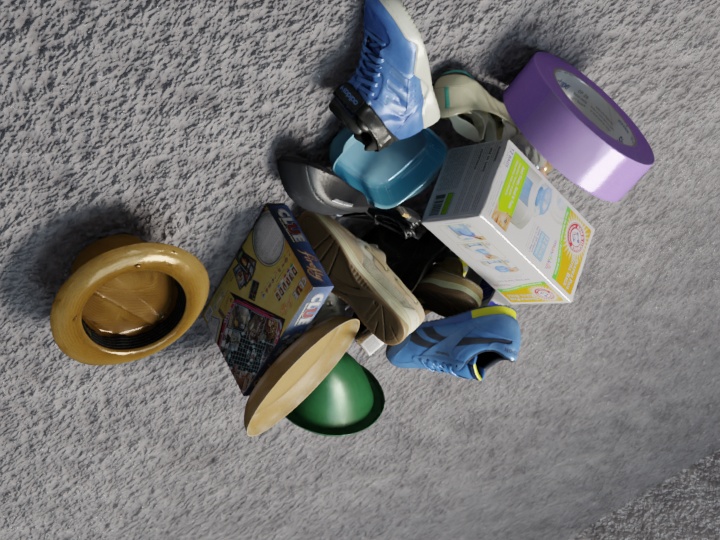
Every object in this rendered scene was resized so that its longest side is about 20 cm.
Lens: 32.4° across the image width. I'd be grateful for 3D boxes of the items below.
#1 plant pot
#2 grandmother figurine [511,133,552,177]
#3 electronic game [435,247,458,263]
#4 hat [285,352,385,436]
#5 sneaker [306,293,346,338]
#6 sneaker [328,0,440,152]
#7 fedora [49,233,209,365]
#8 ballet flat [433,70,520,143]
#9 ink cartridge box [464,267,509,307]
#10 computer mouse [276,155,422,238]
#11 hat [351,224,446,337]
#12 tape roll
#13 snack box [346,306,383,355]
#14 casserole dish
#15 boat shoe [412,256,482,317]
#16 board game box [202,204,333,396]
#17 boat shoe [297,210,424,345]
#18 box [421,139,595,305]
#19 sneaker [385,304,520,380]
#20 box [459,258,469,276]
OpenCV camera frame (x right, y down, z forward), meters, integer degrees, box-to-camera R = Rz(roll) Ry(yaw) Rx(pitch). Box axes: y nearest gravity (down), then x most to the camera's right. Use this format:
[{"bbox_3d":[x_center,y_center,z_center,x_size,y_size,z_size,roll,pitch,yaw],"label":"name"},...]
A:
[{"bbox_3d":[-0.079,0.127,1.557,0.200,0.027,0.200,-44,166,-14],"label":"plant pot"},{"bbox_3d":[0.220,-0.143,1.612,0.121,0.061,0.200,-36,176,10],"label":"grandmother figurine"},{"bbox_3d":[0.177,-0.066,1.708,0.198,0.042,0.200,-30,180,0],"label":"electronic game"},{"bbox_3d":[-0.037,0.115,1.726,0.199,0.165,0.178,-28,143,-44],"label":"hat"},{"bbox_3d":[-0.049,0.036,1.628,0.077,0.101,0.201,-17,150,1],"label":"sneaker"},{"bbox_3d":[0.014,-0.210,1.343,0.110,0.077,0.201,-32,144,-7],"label":"sneaker"},{"bbox_3d":[-0.269,0.021,1.408,0.198,0.082,0.202,-22,144,-16],"label":"fedora"},{"bbox_3d":[0.151,-0.186,1.541,0.069,0.070,0.199,-44,147,19],"label":"ballet flat"},{"bbox_3d":[0.172,0.020,1.667,0.094,0.037,0.201,-30,-160,44],"label":"ink cartridge box"},{"bbox_3d":[-0.012,-0.076,1.471,0.199,0.139,0.047,31,77,-58],"label":"computer mouse"},{"bbox_3d":[0.030,-0.010,1.644,0.201,0.081,0.201,-46,-172,9],"label":"hat"},{"bbox_3d":[0.271,-0.180,1.538,0.199,0.201,0.066,8,132,-50],"label":"tape roll"},{"bbox_3d":[0.014,0.067,1.694,0.072,0.024,0.200,-41,-167,-3],"label":"snack box"},{"bbox_3d":[0.031,-0.145,1.514,0.121,0.039,0.199,-41,150,12],"label":"casserole dish"},{"bbox_3d":[0.109,0.014,1.633,0.072,0.199,0.076,45,73,-21],"label":"boat shoe"},{"bbox_3d":[-0.118,0.038,1.532,0.034,0.136,0.201,-1,138,-41],"label":"board game box"},{"bbox_3d":[0.000,0.000,1.534,0.065,0.200,0.072,-35,170,-44],"label":"boat shoe"},{"bbox_3d":[0.186,-0.055,1.528,0.200,0.100,0.114,40,62,-34],"label":"box"},{"bbox_3d":[0.113,0.105,1.570,0.198,0.080,0.066,-17,150,33],"label":"sneaker"},{"bbox_3d":[0.213,-0.036,1.856,0.199,0.049,0.117,-40,150,15],"label":"box"}]
